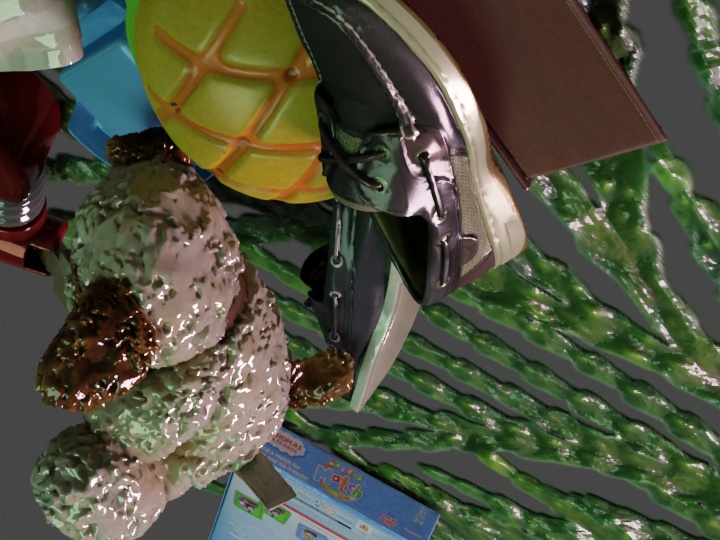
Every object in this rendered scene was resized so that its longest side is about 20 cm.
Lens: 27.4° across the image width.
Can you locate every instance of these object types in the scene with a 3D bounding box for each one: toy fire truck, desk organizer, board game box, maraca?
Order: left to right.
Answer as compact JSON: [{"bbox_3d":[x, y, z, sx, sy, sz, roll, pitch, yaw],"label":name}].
[{"bbox_3d":[-0.217,-0.038,0.907,0.199,0.129,0.176,19,145,-3],"label":"toy fire truck"},{"bbox_3d":[-0.051,-0.110,0.685,0.136,0.107,0.200,-13,131,26],"label":"maraca"},{"bbox_3d":[-0.035,0.202,1.127,0.151,0.037,0.200,28,145,4],"label":"board game box"},{"bbox_3d":[0.056,-0.136,0.611,0.077,0.072,0.200,-13,126,42],"label":"desk organizer"}]

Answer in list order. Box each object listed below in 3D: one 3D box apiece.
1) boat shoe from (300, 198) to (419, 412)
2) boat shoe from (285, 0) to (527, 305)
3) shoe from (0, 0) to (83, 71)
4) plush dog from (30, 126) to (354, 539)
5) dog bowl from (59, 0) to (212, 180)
[{"bbox_3d":[-0.001,0.001,0.821,0.066,0.075,0.200,26,145,11],"label":"boat shoe"},{"bbox_3d":[0.016,-0.051,0.636,0.073,0.065,0.200,34,166,43],"label":"boat shoe"},{"bbox_3d":[-0.217,-0.117,0.750,0.199,0.070,0.054,-4,124,38],"label":"shoe"},{"bbox_3d":[-0.096,0.023,0.758,0.159,0.201,0.172,-5,141,11],"label":"plush dog"},{"bbox_3d":[-0.141,-0.132,0.781,0.111,0.050,0.200,-17,123,47],"label":"dog bowl"}]
